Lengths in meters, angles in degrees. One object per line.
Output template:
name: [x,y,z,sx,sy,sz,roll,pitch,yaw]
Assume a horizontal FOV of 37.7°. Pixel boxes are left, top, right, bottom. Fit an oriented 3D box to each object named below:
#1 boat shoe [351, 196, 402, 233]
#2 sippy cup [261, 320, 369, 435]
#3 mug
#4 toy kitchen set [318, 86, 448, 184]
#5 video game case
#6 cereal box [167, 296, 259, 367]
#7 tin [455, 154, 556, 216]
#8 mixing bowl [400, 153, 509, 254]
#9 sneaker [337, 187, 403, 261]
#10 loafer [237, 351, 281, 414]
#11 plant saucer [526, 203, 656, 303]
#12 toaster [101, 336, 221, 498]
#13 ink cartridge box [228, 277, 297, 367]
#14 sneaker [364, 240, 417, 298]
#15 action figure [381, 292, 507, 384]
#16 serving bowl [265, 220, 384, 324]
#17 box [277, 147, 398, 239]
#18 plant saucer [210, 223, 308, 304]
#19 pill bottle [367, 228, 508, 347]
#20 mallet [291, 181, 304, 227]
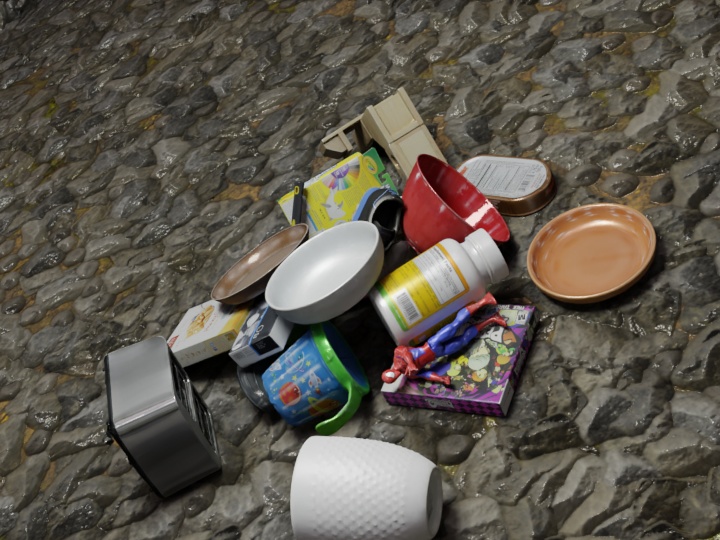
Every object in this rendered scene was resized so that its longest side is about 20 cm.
boat shoe: [0.046,-0.099,1.794,0.073,0.070,0.200,7,22,24]
sippy cup: [-0.074,0.162,1.598,0.129,0.141,0.178,-34,12,8]
mug: [0.022,0.289,1.401,0.172,0.151,0.200,0,16,19]
toy kitchen set: [0.037,-0.203,1.963,0.162,0.182,0.200,-31,-1,-10]
video game case: [0.149,0.126,1.569,0.197,0.036,0.183,2,49,32]
cereal box: [-0.243,0.093,1.775,0.198,0.040,0.145,-21,26,34]
tin: [0.241,-0.150,1.814,0.197,0.042,0.112,10,48,37]
mixing bowl: [0.135,-0.080,1.706,0.109,0.198,0.202,-49,33,22]
sneaker: [0.010,-0.035,1.670,0.078,0.069,0.203,20,91,63]
loafer: [-0.160,0.148,1.696,0.070,0.068,0.202,-41,33,14]
plant saucer: [0.353,-0.022,1.609,0.197,0.038,0.202,-16,40,14]
toaster: [-0.307,0.227,1.613,0.117,0.182,0.201,-24,38,1]
ink cartridge box: [-0.134,0.059,1.679,0.099,0.039,0.201,-27,27,36]
sneaker: [0.000,0.000,1.751,0.197,0.089,0.082,-27,39,1]
action figure: [0.123,0.118,1.510,0.198,0.066,0.099,-30,28,-1]
serving bowl: [-0.044,0.014,1.586,0.197,0.066,0.201,-26,27,14]
box: [-0.037,-0.124,1.881,0.198,0.119,0.048,-30,16,-2]
plant saucer: [-0.160,-0.005,1.749,0.198,0.032,0.201,-33,18,12]
pill bottle: [0.118,0.024,1.579,0.198,0.112,0.111,-32,39,-3]
mallet: [-0.107,-0.050,1.823,0.065,0.041,0.204,13,95,35]
